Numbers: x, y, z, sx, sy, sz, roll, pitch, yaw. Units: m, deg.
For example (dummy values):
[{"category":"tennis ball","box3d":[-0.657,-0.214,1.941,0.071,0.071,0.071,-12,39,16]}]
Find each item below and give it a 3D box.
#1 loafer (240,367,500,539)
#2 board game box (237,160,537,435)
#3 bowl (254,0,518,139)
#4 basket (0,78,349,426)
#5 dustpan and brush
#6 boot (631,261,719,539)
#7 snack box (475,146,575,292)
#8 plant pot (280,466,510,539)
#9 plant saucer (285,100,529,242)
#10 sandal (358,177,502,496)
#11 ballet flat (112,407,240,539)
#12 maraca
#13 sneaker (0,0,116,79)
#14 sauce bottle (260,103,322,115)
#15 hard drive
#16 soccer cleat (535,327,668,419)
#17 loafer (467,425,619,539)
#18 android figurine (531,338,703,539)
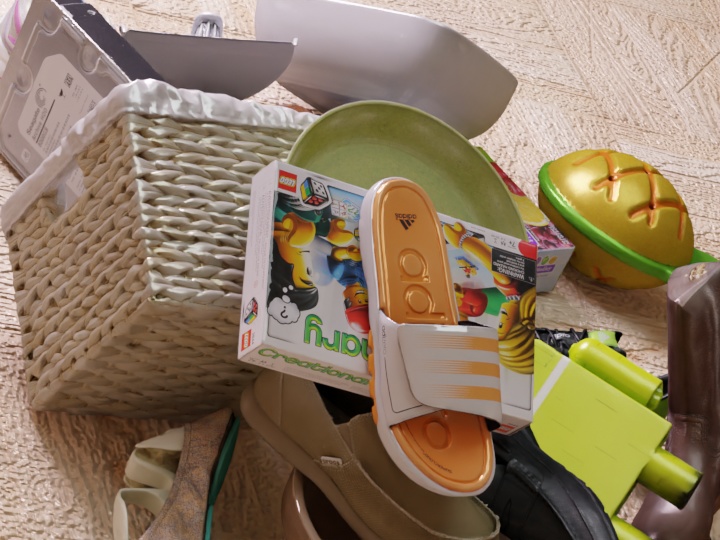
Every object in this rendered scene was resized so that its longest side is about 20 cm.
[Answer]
[{"category":"loafer","box3d":[0.010,0.117,1.544,0.200,0.068,0.076,36,31,15]},{"category":"board game box","box3d":[0.020,0.019,1.545,0.199,0.035,0.127,17,62,-26]},{"category":"bowl","box3d":[0.014,-0.166,2.074,0.199,0.075,0.200,15,-6,26]},{"category":"basket","box3d":[-0.113,-0.004,1.650,0.199,0.198,0.162,8,61,-32]},{"category":"dustpan and brush","box3d":[-0.128,-0.163,1.969,0.139,0.200,0.058,4,66,-7]},{"category":"boot","box3d":[0.237,0.099,1.803,0.064,0.201,0.186,6,19,16]},{"category":"snack box","box3d":[0.061,-0.038,2.020,0.199,0.053,0.142,-5,42,-42]},{"category":"plant pot","box3d":[0.031,0.200,1.592,0.200,0.093,0.201,21,30,-13]},{"category":"plant saucer","box3d":[0.025,-0.013,1.607,0.199,0.031,0.201,15,61,-29]},{"category":"sandal","box3d":[0.044,0.034,1.494,0.079,0.059,0.208,-1,72,-33]},{"category":"ballet flat","box3d":[-0.122,0.144,1.585,0.067,0.068,0.200,17,29,-4]},{"category":"maraca","box3d":[0.236,-0.031,2.098,0.200,0.107,0.137,35,26,6]},{"category":"sneaker","box3d":[-0.226,-0.160,1.940,0.081,0.088,0.200,-10,47,-46]},{"category":"sauce bottle","box3d":[-0.075,-0.103,1.999,0.199,0.066,0.066,-7,45,-45]},{"category":"hard drive","box3d":[-0.196,-0.100,1.822,0.038,0.140,0.200,-9,47,-46]},{"category":"soccer cleat","box3d":[0.153,0.069,1.880,0.199,0.081,0.068,26,31,-19]},{"category":"loafer","box3d":[0.098,0.145,1.582,0.070,0.068,0.201,-17,51,-28]},{"category":"android figurine","box3d":[0.135,0.129,1.738,0.199,0.041,0.182,30,71,13]}]
